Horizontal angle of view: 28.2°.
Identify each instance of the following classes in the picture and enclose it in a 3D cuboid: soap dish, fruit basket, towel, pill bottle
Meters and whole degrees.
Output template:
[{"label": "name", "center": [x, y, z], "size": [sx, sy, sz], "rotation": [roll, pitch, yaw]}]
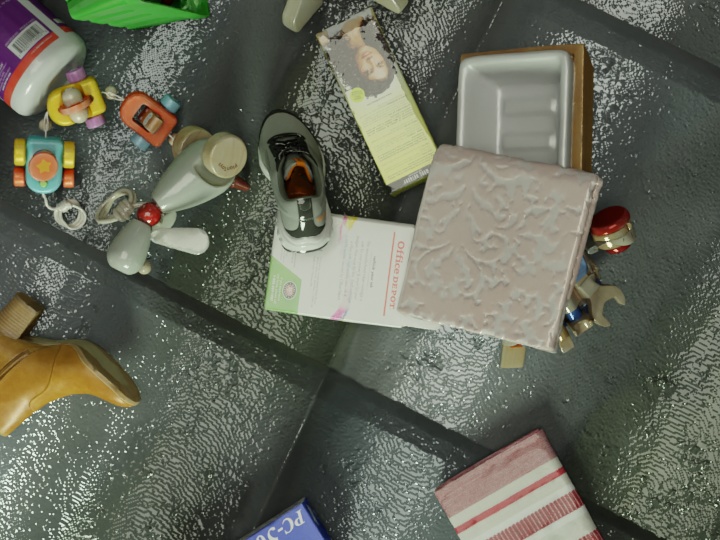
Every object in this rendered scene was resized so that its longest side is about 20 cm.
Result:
[{"label": "soap dish", "center": [0.182, -0.140, 1.566], "size": [0.156, 0.081, 0.202], "rotation": [1, 90, 37]}, {"label": "fruit basket", "center": [-0.219, -0.361, 1.565], "size": [0.214, 0.216, 0.157], "rotation": [-22, 88, 4]}, {"label": "towel", "center": [0.191, 0.299, 1.617], "size": [0.143, 0.023, 0.201], "rotation": [-29, 89, 1]}, {"label": "towel", "center": [0.144, -0.026, 1.509], "size": [0.199, 0.032, 0.193], "rotation": [14, 91, 34]}, {"label": "pill bottle", "center": [-0.416, -0.276, 1.624], "size": [0.200, 0.112, 0.113], "rotation": [41, 92, 4]}]

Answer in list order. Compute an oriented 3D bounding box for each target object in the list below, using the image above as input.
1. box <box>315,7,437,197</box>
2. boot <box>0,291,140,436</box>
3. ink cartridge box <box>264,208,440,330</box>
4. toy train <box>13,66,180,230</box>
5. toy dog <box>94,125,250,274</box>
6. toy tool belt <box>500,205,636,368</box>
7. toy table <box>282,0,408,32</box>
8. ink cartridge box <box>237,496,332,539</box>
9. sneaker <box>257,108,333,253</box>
[{"label": "box", "center": [0.024, -0.189, 1.620], "size": [0.075, 0.050, 0.201], "rotation": [-26, 88, 3]}, {"label": "boot", "center": [-0.363, 0.137, 1.644], "size": [0.201, 0.071, 0.145], "rotation": [37, 98, 7]}, {"label": "ink cartridge box", "center": [0.000, 0.000, 1.611], "size": [0.198, 0.067, 0.118], "rotation": [8, 89, 5]}, {"label": "toy train", "center": [-0.302, -0.141, 1.620], "size": [0.150, 0.056, 0.200], "rotation": [41, 96, -20]}, {"label": "toy dog", "center": [-0.196, -0.072, 1.617], "size": [0.200, 0.132, 0.096], "rotation": [-41, 125, 7]}, {"label": "toy tool belt", "center": [0.225, 0.023, 1.582], "size": [0.199, 0.125, 0.124], "rotation": [-26, 115, 5]}, {"label": "toy table", "center": [-0.033, -0.363, 1.573], "size": [0.184, 0.117, 0.200], "rotation": [-41, 67, -10]}, {"label": "ink cartridge box", "center": [-0.122, 0.352, 1.628], "size": [0.199, 0.044, 0.094], "rotation": [-34, 89, 3]}, {"label": "sneaker", "center": [-0.070, -0.114, 1.577], "size": [0.073, 0.080, 0.201], "rotation": [-9, 47, -8]}]
